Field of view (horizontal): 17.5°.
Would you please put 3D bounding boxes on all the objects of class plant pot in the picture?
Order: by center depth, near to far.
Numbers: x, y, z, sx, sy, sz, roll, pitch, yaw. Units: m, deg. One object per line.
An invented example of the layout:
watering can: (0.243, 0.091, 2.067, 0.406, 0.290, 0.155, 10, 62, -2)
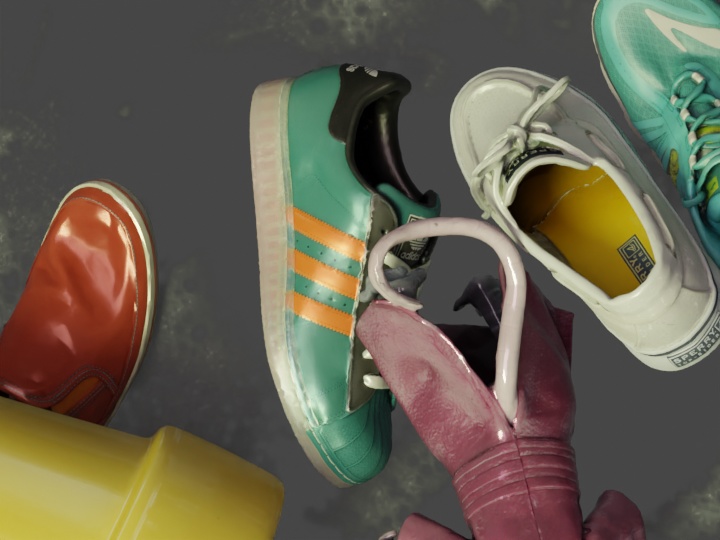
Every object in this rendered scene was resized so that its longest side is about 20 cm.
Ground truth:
plant pot: (-0.161, 0.143, 1.071, 0.188, 0.201, 0.202, 29, 100, -6)

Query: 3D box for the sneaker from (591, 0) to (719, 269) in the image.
sneaker: (0.168, -0.051, 1.045, 0.077, 0.080, 0.201, -33, 78, 17)

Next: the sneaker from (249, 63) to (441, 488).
sneaker: (0.000, 0.000, 1.109, 0.079, 0.071, 0.202, -10, 85, 25)

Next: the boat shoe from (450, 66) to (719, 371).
boat shoe: (0.083, -0.040, 1.032, 0.075, 0.086, 0.202, -41, 45, 10)

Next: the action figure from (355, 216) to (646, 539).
action figure: (0.076, 0.088, 1.036, 0.133, 0.149, 0.201, -11, 65, -11)

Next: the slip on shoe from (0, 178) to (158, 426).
slip on shoe: (-0.156, 0.051, 1.173, 0.074, 0.061, 0.201, 24, 96, 20)
